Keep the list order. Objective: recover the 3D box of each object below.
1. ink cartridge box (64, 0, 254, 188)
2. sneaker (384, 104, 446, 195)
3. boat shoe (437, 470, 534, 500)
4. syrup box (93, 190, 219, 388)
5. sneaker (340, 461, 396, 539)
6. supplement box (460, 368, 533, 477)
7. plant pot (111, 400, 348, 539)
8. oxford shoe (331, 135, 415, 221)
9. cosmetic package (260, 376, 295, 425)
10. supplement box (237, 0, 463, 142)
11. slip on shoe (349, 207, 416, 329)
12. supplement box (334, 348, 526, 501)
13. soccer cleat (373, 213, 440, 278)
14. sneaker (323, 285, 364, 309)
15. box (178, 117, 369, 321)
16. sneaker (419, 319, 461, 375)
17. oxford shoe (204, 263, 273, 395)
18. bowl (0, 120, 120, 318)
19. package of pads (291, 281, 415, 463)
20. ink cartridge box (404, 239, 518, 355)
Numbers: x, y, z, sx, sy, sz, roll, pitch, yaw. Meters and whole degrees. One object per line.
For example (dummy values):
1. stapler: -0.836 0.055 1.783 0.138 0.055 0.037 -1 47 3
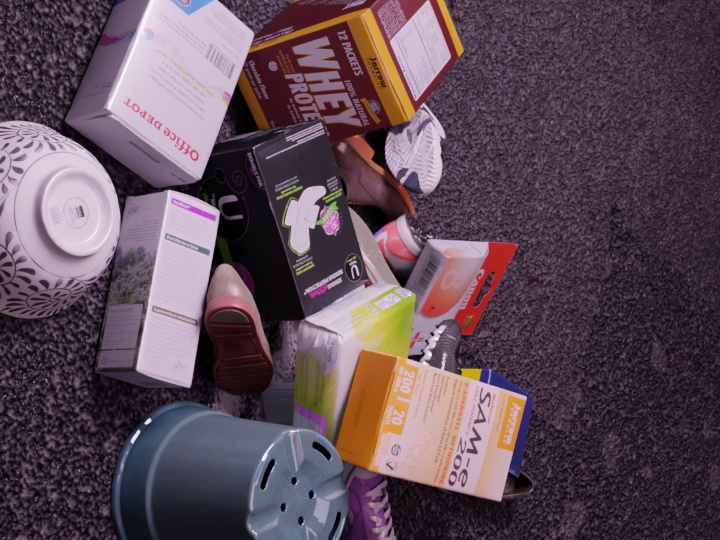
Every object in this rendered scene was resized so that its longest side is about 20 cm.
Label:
1. ink cartridge box: -0.218 -0.212 1.377 0.144 0.084 0.202 38 59 -39
2. sneaker: 0.082 -0.161 1.680 0.129 0.079 0.200 39 19 -49
3. boat shoe: 0.175 0.290 1.789 0.199 0.064 0.073 23 71 -44
4. syrup box: -0.219 0.021 1.358 0.081 0.078 0.202 23 69 -44
5. sneaker: 0.022 0.292 1.434 0.072 0.114 0.202 -24 134 -47
6. supplement box: 0.105 0.195 1.616 0.109 0.199 0.110 33 63 -43
7. plant pot: -0.131 0.243 1.352 0.199 0.195 0.202 5 83 -47
8. oxford shoe: 0.001 -0.113 1.644 0.073 0.071 0.200 -50 128 -7
9. cosmetic package: -0.050 0.229 1.537 0.101 0.074 0.202 -18 99 -47
10. supplement box: -0.015 -0.257 1.503 0.134 0.196 0.200 64 35 -22
11. slip on shoe: 0.000 0.000 1.614 0.201 0.061 0.074 61 22 -4
12. supplement box: 0.080 0.173 1.390 0.199 0.073 0.127 19 84 -36
13. soccer cleat: 0.074 -0.015 1.715 0.200 0.073 0.069 40 31 -58
14. sneaker: -0.045 0.017 1.563 0.082 0.074 0.202 -23 96 -34
15. box: -0.102 -0.054 1.444 0.124 0.148 0.202 -29 107 -45
16. sneaker: 0.105 0.152 1.518 0.067 0.090 0.201 84 24 -55
17. oxford shoe: -0.135 0.071 1.418 0.201 0.070 0.075 91 -6 -53
18. bowl: -0.308 -0.056 1.254 0.200 0.094 0.203 7 80 -48
19. package of pads: -0.012 0.127 1.439 0.154 0.068 0.202 -26 129 -49
20. ink cartridge box: 0.134 0.039 1.716 0.199 0.050 0.163 2 121 -44
